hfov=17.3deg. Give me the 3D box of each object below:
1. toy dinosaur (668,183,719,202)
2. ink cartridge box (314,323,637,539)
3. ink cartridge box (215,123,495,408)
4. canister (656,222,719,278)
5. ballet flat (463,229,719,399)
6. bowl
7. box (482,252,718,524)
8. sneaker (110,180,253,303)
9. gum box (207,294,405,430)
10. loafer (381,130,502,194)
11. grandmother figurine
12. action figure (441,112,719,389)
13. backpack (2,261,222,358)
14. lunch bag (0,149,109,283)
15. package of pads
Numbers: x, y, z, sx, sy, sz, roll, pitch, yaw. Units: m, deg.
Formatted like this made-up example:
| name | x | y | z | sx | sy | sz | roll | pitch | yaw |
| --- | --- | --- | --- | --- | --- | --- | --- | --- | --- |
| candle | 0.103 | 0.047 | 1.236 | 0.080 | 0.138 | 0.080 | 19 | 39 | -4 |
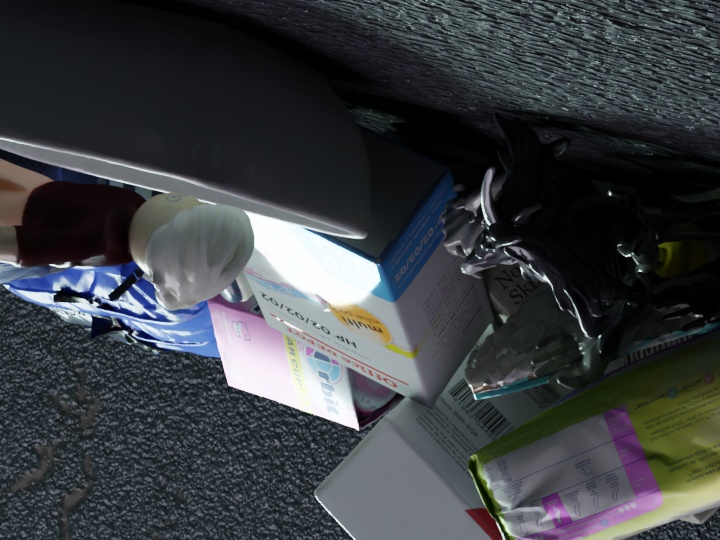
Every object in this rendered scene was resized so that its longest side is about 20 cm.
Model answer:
| name | x | y | z | sx | sy | sz | roll | pitch | yaw |
| --- | --- | --- | --- | --- | --- | --- | --- | --- | --- |
| toy dinosaur | 0.216 | -0.017 | 1.022 | 0.088 | 0.048 | 0.200 | 18 | -178 | -20 |
| ink cartridge box | 0.091 | 0.115 | 1.359 | 0.144 | 0.084 | 0.200 | 47 | -141 | 5 |
| ink cartridge box | 0.000 | 0.000 | 1.261 | 0.115 | 0.068 | 0.200 | 27 | 159 | 25 |
| canister | 0.238 | 0.025 | 1.461 | 0.200 | 0.087 | 0.148 | 17 | 178 | -27 |
| ballet flat | 0.141 | 0.016 | 1.249 | 0.199 | 0.072 | 0.072 | -14 | -175 | -13 |
| bowl | -0.101 | -0.077 | 1.093 | 0.200 | 0.075 | 0.200 | 13 | 178 | 24 |
| box | 0.142 | 0.041 | 1.313 | 0.200 | 0.082 | 0.068 | 46 | 175 | -3 |
| sneaker | -0.152 | -0.036 | 1.373 | 0.200 | 0.085 | 0.075 | 41 | 165 | 3 |
| gum box | 0.018 | 0.010 | 1.465 | 0.113 | 0.066 | 0.200 | 15 | -141 | 40 |
| loafer | 0.033 | -0.041 | 1.347 | 0.072 | 0.063 | 0.200 | 16 | 178 | -8 |
| grandmother figurine | -0.144 | -0.025 | 1.086 | 0.199 | 0.061 | 0.121 | 11 | -154 | 19 |
| action figure | 0.100 | -0.005 | 1.131 | 0.102 | 0.119 | 0.200 | -39 | 154 | 29 |
| backpack | -0.129 | -0.027 | 1.527 | 0.200 | 0.163 | 0.168 | 14 | 175 | 37 |
| lunch bag | -0.237 | -0.061 | 1.282 | 0.199 | 0.136 | 0.132 | 2 | 176 | 8 |
| package of pads | 0.164 | 0.067 | 1.114 | 0.200 | 0.068 | 0.154 | -25 | 179 | 29 |
